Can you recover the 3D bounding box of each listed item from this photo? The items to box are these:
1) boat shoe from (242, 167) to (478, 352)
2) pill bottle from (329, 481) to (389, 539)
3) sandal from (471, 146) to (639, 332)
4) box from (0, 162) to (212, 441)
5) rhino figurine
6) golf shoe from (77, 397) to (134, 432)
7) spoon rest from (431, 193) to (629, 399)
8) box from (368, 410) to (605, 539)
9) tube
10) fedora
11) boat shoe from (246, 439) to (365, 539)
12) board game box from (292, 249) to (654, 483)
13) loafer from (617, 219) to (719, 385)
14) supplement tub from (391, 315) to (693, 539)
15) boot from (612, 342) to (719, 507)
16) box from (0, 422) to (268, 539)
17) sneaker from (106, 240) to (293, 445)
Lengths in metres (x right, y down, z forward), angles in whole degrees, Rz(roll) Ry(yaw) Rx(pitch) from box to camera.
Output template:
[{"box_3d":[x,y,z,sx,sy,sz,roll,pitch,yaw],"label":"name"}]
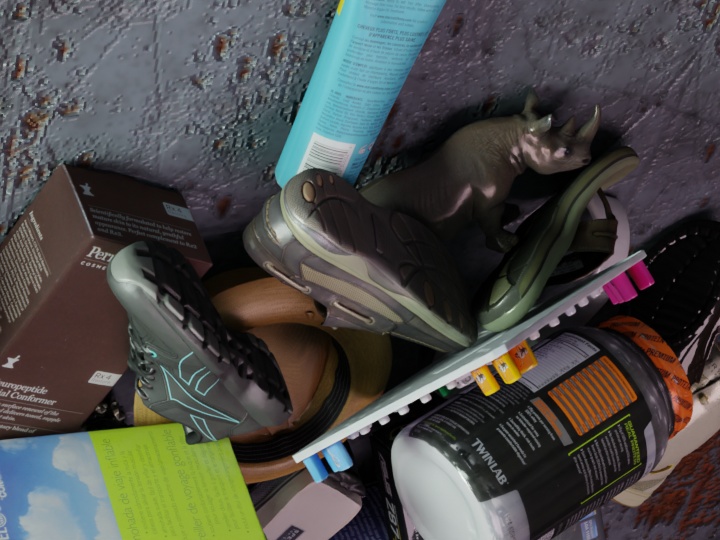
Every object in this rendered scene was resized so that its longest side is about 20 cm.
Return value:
[{"box_3d":[0.000,0.000,1.601,0.073,0.075,0.200,-27,136,29],"label":"boat shoe"},{"box_3d":[0.008,0.223,1.915,0.200,0.111,0.111,-16,142,-14],"label":"pill bottle"},{"box_3d":[0.139,-0.014,1.684,0.080,0.057,0.201,-40,-171,48],"label":"sandal"},{"box_3d":[-0.196,0.030,1.595,0.100,0.075,0.200,13,126,-40],"label":"box"},{"box_3d":[0.078,-0.057,1.660,0.200,0.060,0.087,-32,119,5],"label":"rhino figurine"},{"box_3d":[-0.186,0.155,1.749,0.088,0.077,0.200,-21,143,3],"label":"golf shoe"},{"box_3d":[0.127,0.032,1.801,0.099,0.061,0.200,12,128,-42],"label":"spoon rest"},{"box_3d":[0.101,0.189,1.850,0.161,0.049,0.200,-19,116,-20],"label":"box"},{"box_3d":[0.002,-0.129,1.547,0.077,0.050,0.200,-1,133,-33],"label":"tube"},{"box_3d":[-0.075,0.061,1.696,0.201,0.082,0.201,-14,136,-14],"label":"fedora"},{"box_3d":[-0.078,0.182,1.827,0.200,0.093,0.075,-39,127,22],"label":"boat shoe"},{"box_3d":[0.078,0.064,1.636,0.200,0.026,0.200,-31,179,39],"label":"board game box"},{"box_3d":[0.230,0.053,1.859,0.071,0.073,0.200,9,111,-60],"label":"loafer"},{"box_3d":[0.131,0.119,1.732,0.200,0.123,0.123,-30,147,-26],"label":"supplement tub"},{"box_3d":[0.223,0.110,1.944,0.155,0.072,0.200,-40,146,18],"label":"boot"},{"box_3d":[-0.171,0.160,1.593,0.200,0.122,0.048,-4,135,-21],"label":"box"},{"box_3d":[-0.115,0.056,1.554,0.079,0.075,0.200,-25,139,11],"label":"sneaker"}]
